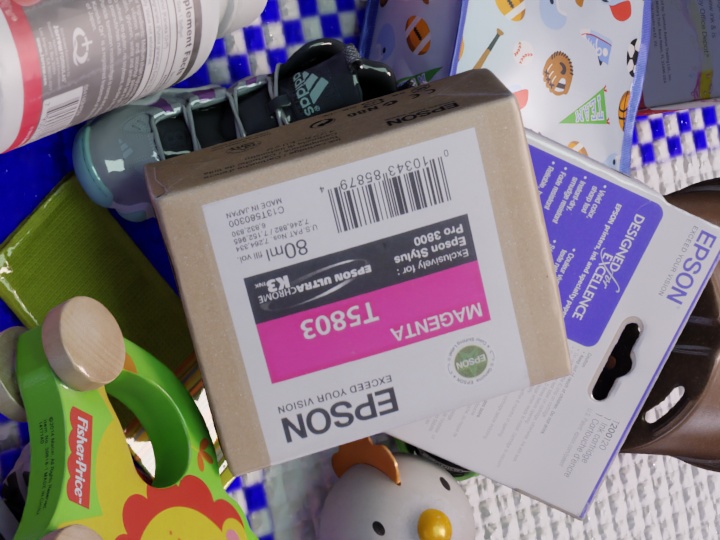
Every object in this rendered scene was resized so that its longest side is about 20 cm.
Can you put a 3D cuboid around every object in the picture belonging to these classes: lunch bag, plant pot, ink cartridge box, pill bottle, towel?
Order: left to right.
[{"bbox_3d":[-0.145,-0.139,1.004,0.199,0.110,0.112,-28,105,-39],"label":"pill bottle"},{"bbox_3d":[-0.126,0.045,1.071,0.201,0.018,0.086,54,55,-24],"label":"towel"},{"bbox_3d":[0.000,0.000,1.020,0.198,0.075,0.166,-17,109,-5],"label":"ink cartridge box"},{"bbox_3d":[0.082,0.019,1.104,0.199,0.043,0.199,25,104,-7],"label":"ink cartridge box"},{"bbox_3d":[0.093,-0.162,1.207,0.169,0.123,0.202,12,87,-38],"label":"lunch bag"},{"bbox_3d":[0.198,0.035,1.205,0.198,0.199,0.202,1,86,-55],"label":"plant pot"},{"bbox_3d":[0.255,-0.188,1.295,0.082,0.199,0.147,-6,91,-40],"label":"ink cartridge box"}]

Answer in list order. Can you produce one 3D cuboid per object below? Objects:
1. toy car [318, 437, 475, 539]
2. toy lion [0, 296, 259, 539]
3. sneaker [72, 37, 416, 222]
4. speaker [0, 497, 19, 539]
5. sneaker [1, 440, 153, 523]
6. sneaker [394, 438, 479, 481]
[{"bbox_3d":[0.042,0.176,1.123,0.184,0.177,0.201,-32,96,-25],"label":"toy car"},{"bbox_3d":[-0.108,0.138,0.966,0.191,0.068,0.202,33,44,-44],"label":"toy lion"},{"bbox_3d":[-0.053,-0.089,1.055,0.199,0.139,0.078,-15,82,-43],"label":"sneaker"},{"bbox_3d":[-0.191,0.174,0.966,0.081,0.081,0.201,-44,115,-33],"label":"speaker"},{"bbox_3d":[-0.108,0.156,1.044,0.201,0.077,0.085,56,50,-24],"label":"sneaker"},{"bbox_3d":[0.047,0.034,1.178,0.077,0.083,0.202,-30,107,-38],"label":"sneaker"}]
